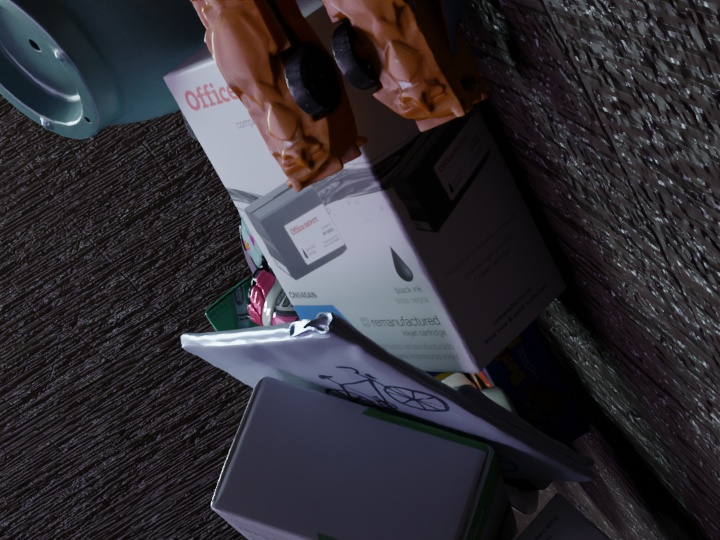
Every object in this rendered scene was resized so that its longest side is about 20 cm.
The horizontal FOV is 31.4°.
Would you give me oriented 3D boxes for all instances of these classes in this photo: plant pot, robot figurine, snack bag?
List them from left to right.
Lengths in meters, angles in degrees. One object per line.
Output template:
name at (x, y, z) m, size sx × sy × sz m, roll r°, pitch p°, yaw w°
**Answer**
plant pot at (-0.160, -0.165, 0.761) m, size 0.199 × 0.135 × 0.201 m, roll 31°, pitch 154°, yaw 17°
robot figurine at (-0.032, -0.143, 0.542) m, size 0.202 × 0.144 × 0.058 m, roll 63°, pitch -147°, yaw -10°
snack bag at (0.008, 0.074, 0.740) m, size 0.199 × 0.022 × 0.188 m, roll 31°, pitch 160°, yaw -26°

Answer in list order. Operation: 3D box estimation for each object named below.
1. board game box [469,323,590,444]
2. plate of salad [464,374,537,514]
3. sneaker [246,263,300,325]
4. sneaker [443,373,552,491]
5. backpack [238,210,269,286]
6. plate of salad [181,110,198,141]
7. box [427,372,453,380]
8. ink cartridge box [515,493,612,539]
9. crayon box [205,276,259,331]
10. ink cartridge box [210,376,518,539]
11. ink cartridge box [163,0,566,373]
board game box at (0.085, 0.031, 0.928) m, size 0.202 × 0.044 × 0.134 m, roll 60°, pitch 177°, yaw -3°
plate of salad at (0.106, 0.105, 1.068) m, size 0.201 × 0.048 × 0.201 m, roll 53°, pitch -161°, yaw -26°
sneaker at (0.001, 0.020, 1.043) m, size 0.074 × 0.199 × 0.082 m, roll 33°, pitch 128°, yaw 34°
sneaker at (0.066, 0.125, 0.872) m, size 0.076 × 0.084 × 0.200 m, roll 60°, pitch 171°, yaw -5°
backpack at (-0.046, -0.074, 1.131) m, size 0.128 × 0.165 × 0.200 m, roll 60°, pitch 170°, yaw 16°
plate of salad at (-0.105, -0.203, 1.043) m, size 0.200 × 0.047 × 0.203 m, roll 11°, pitch -90°, yaw -82°
box at (0.000, 0.000, 0.930) m, size 0.201 × 0.069 × 0.065 m, roll 57°, pitch 174°, yaw 41°
ink cartridge box at (0.167, 0.240, 0.746) m, size 0.200 × 0.083 × 0.146 m, roll 40°, pitch 170°, yaw 23°
crayon box at (-0.072, 0.102, 1.263) m, size 0.201 × 0.058 × 0.119 m, roll 54°, pitch 176°, yaw -3°
ink cartridge box at (0.013, 0.152, 0.782) m, size 0.144 × 0.085 × 0.200 m, roll 14°, pitch 159°, yaw 18°
ink cartridge box at (0.000, -0.050, 0.695) m, size 0.144 × 0.084 × 0.202 m, roll -4°, pitch 120°, yaw 54°
